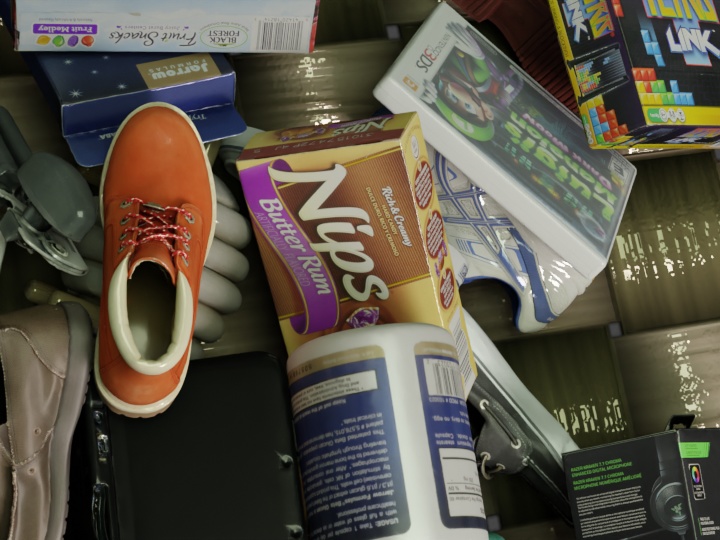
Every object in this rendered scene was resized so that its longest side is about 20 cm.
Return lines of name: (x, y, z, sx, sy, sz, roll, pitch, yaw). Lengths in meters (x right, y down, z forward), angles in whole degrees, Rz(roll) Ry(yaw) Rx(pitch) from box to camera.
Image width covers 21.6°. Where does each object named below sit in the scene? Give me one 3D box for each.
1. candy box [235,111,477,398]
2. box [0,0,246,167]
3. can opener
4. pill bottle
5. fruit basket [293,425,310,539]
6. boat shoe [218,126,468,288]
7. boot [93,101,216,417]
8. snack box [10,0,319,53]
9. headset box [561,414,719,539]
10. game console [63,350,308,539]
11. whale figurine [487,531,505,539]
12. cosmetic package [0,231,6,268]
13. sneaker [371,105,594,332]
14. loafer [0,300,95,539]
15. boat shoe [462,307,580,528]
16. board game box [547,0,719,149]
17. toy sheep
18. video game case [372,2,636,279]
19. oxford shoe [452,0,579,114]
candy box: (0.000, 0.000, 1.266, 0.117, 0.056, 0.200, -6, 115, 18)
box: (-0.164, -0.149, 1.279, 0.121, 0.032, 0.200, -14, 45, -21)
can opener: (-0.215, -0.067, 1.223, 0.053, 0.200, 0.067, 30, 106, -41)
pill bottle: (0.020, 0.142, 1.183, 0.111, 0.111, 0.200, -3, 73, -18)
fruit basket: (-0.047, 0.190, 1.262, 0.200, 0.094, 0.185, 14, 73, -18)
boat shoe: (-0.022, -0.030, 1.323, 0.200, 0.074, 0.065, 31, 75, 8)
boot: (-0.123, -0.018, 1.149, 0.075, 0.107, 0.200, 3, 73, -8)
snack box: (-0.137, -0.206, 1.282, 0.200, 0.053, 0.142, -1, 38, -12)
headset box: (0.232, 0.200, 1.304, 0.174, 0.093, 0.200, 8, 70, -55)
game console: (-0.129, 0.169, 1.196, 0.116, 0.176, 0.200, 8, 61, -32)
whale figurine: (0.081, 0.251, 1.259, 0.200, 0.104, 0.159, 28, 67, -31)
cosmetic package: (-0.291, 0.069, 1.205, 0.085, 0.108, 0.200, 15, 74, -12)
sneaker: (0.075, -0.036, 1.363, 0.200, 0.075, 0.088, 39, 91, 2)
loafer: (-0.218, 0.113, 1.164, 0.071, 0.073, 0.200, 9, 93, -24)
boat shoe: (0.094, 0.112, 1.339, 0.066, 0.070, 0.200, -37, 89, -15)
board game box: (0.223, -0.175, 1.406, 0.200, 0.057, 0.165, -6, 79, -51)
toy sheep: (-0.138, -0.007, 1.260, 0.138, 0.138, 0.200, 25, 87, -11)
video game case: (0.110, -0.099, 1.359, 0.200, 0.023, 0.182, 41, 29, -5)
oxford shoe: (0.147, -0.195, 1.430, 0.200, 0.070, 0.075, 44, 50, -12)
